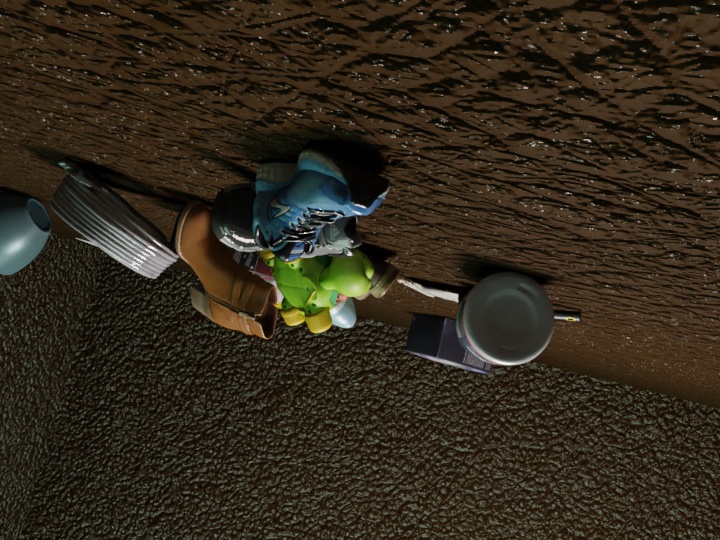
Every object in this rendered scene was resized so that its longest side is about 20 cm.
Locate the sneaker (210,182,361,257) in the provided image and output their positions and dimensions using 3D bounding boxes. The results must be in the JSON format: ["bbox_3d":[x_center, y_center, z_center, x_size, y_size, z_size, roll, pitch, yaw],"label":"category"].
[{"bbox_3d":[-0.064,-0.053,0.739,0.114,0.077,0.199,5,179,33],"label":"sneaker"}]

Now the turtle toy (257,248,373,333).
[{"bbox_3d":[-0.061,0.005,0.962,0.100,0.148,0.198,-30,-159,-30],"label":"turtle toy"}]

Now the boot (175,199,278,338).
[{"bbox_3d":[-0.191,0.001,0.984,0.153,0.203,0.074,20,-139,29],"label":"boot"}]

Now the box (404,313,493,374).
[{"bbox_3d":[0.266,0.215,1.947,0.195,0.126,0.199,19,172,-22],"label":"box"}]

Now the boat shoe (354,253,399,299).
[{"bbox_3d":[0.000,0.000,1.051,0.072,0.073,0.200,37,174,-11],"label":"boat shoe"}]

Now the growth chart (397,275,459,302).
[{"bbox_3d":[0.180,0.048,1.206,0.197,0.018,0.144,11,173,32],"label":"growth chart"}]

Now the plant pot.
[{"bbox_3d":[-0.846,-0.110,1.621,0.133,0.203,0.200,-23,169,4],"label":"plant pot"}]

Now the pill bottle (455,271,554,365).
[{"bbox_3d":[0.196,0.073,0.939,0.117,0.122,0.200,14,174,6],"label":"pill bottle"}]

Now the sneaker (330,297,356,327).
[{"bbox_3d":[-0.064,0.037,1.114,0.082,0.073,0.200,55,180,-34],"label":"sneaker"}]

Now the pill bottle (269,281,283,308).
[{"bbox_3d":[-0.173,0.017,1.350,0.108,0.111,0.199,10,172,35],"label":"pill bottle"}]

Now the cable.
[{"bbox_3d":[-0.368,-0.067,0.999,0.199,0.070,0.200,41,175,-2],"label":"cable"}]

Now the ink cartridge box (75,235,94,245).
[{"bbox_3d":[-0.655,-0.087,1.756,0.113,0.069,0.200,14,174,4],"label":"ink cartridge box"}]

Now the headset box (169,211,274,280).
[{"bbox_3d":[-0.218,-0.038,1.139,0.197,0.076,0.148,18,172,-25],"label":"headset box"}]

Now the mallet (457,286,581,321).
[{"bbox_3d":[0.257,0.072,1.083,0.196,0.042,0.066,9,143,16],"label":"mallet"}]

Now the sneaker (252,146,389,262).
[{"bbox_3d":[-0.042,-0.049,0.586,0.077,0.092,0.199,18,172,-27],"label":"sneaker"}]
